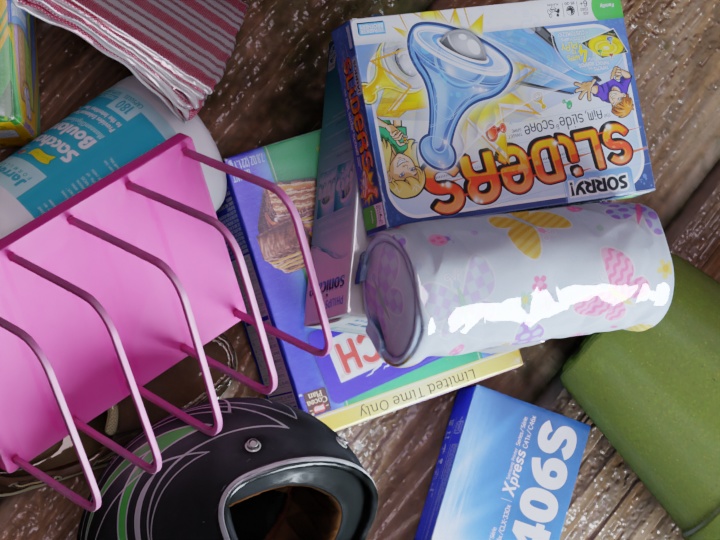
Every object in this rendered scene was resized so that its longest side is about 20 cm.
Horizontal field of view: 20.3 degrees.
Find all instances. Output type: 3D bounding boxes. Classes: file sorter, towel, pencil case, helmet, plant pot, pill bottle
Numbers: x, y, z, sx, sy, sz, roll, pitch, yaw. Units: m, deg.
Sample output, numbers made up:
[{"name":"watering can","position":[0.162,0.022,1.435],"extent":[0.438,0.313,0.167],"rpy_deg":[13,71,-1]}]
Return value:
[{"name":"file sorter","position":[-0.134,0.034,1.237],"extent":[0.199,0.125,0.140],"rpy_deg":[-34,125,-28]},{"name":"towel","position":[-0.151,-0.178,1.342],"extent":[0.146,0.200,0.030],"rpy_deg":[33,113,-10]},{"name":"pencil case","position":[0.099,0.009,1.265],"extent":[0.198,0.083,0.091],"rpy_deg":[-9,123,-24]},{"name":"helmet","position":[-0.087,0.180,1.299],"extent":[0.198,0.200,0.193],"rpy_deg":[8,68,-15]},{"name":"plant pot","position":[0.247,0.093,1.425],"extent":[0.190,0.200,0.200],"rpy_deg":[41,74,5]},{"name":"pill bottle","position":[-0.192,-0.035,1.323],"extent":[0.200,0.111,0.111],"rpy_deg":[-38,95,-26]}]

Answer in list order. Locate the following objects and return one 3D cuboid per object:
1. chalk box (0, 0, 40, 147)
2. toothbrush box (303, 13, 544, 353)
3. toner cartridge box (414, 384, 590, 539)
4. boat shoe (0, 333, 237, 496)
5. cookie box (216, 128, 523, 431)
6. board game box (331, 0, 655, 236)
[{"name":"chalk box","position":[-0.280,-0.184,1.310],"extent":[0.123,0.124,0.202],"rpy_deg":[-4,85,-1]},{"name":"toothbrush box","position":[0.050,-0.054,1.344],"extent":[0.145,0.085,0.202],"rpy_deg":[8,79,-21]},{"name":"toner cartridge box","position":[0.090,0.191,1.427],"extent":[0.094,0.043,0.202],"rpy_deg":[19,79,-12]},{"name":"boat shoe","position":[-0.168,0.097,1.347],"extent":[0.201,0.075,0.075],"rpy_deg":[-28,92,-17]},{"name":"cookie box","position":[0.000,0.000,1.406],"extent":[0.170,0.075,0.202],"rpy_deg":[-18,90,-19]},{"name":"board game box","position":[0.088,-0.103,1.301],"extent":[0.198,0.034,0.137],"rpy_deg":[-10,87,-23]}]
